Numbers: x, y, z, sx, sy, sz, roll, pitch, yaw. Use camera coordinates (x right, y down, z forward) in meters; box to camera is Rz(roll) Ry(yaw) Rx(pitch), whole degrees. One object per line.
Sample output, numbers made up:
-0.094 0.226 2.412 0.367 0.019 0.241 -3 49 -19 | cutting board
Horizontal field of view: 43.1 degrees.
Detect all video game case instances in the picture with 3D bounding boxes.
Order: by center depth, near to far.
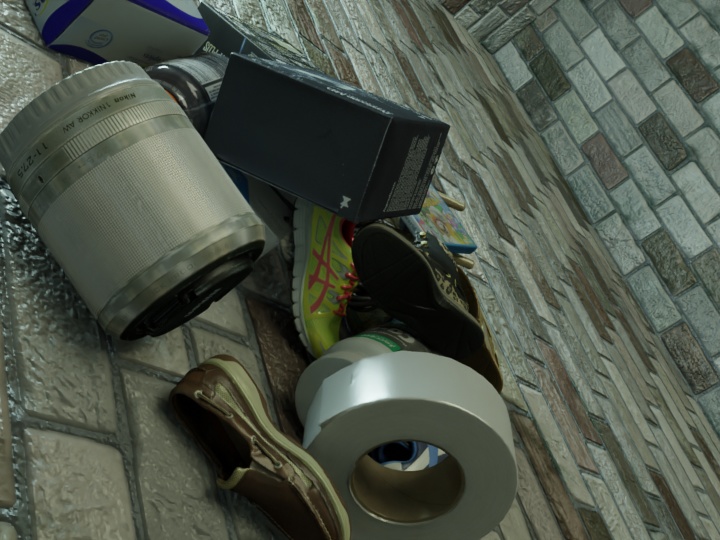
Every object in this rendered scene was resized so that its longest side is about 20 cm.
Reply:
0.071 -0.106 1.251 0.143 0.018 0.200 1 51 -58 | video game case

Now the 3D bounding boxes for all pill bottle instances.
0.015 0.122 0.989 0.113 0.113 0.200 56 21 8 | pill bottle
-0.202 -0.183 1.022 0.106 0.106 0.200 51 22 -6 | pill bottle

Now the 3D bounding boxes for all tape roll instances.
0.043 0.174 0.851 0.202 0.202 0.071 44 24 -22 | tape roll

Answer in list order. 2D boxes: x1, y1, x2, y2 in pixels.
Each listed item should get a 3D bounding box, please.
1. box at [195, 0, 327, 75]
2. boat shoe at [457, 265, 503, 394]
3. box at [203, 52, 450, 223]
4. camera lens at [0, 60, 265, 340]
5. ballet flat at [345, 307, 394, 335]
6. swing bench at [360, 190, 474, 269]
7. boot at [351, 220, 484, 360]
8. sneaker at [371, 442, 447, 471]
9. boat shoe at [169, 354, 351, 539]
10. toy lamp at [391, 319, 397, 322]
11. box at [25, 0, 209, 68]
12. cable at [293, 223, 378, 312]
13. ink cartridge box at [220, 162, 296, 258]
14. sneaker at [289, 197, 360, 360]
-0.132 -0.271 1.265 0.164 0.086 0.200 42 17 21 | box
0.140 0.088 1.249 0.066 0.074 0.200 56 18 -71 | boat shoe
-0.032 -0.145 1.005 0.196 0.118 0.200 25 16 18 | box
-0.190 -0.054 0.776 0.200 0.160 0.160 55 22 4 | camera lens
0.035 0.042 1.217 0.071 0.071 0.200 55 24 5 | ballet flat
0.051 -0.076 1.352 0.200 0.130 0.199 39 25 -18 | swing bench
0.057 -0.004 1.043 0.204 0.073 0.154 45 18 -26 | boot
0.062 0.202 1.021 0.082 0.074 0.200 48 21 -7 | sneaker
-0.092 0.170 0.775 0.202 0.075 0.075 50 35 8 | boat shoe
0.108 0.136 1.125 0.200 0.058 0.058 54 22 5 | toy lamp
-0.300 -0.340 1.063 0.184 0.105 0.200 7 50 -60 | box
0.000 0.000 1.157 0.163 0.051 0.200 12 26 -24 | cable
-0.126 -0.089 1.084 0.116 0.068 0.200 50 21 -8 | ink cartridge box
-0.028 0.007 1.032 0.078 0.090 0.200 22 66 -77 | sneaker
